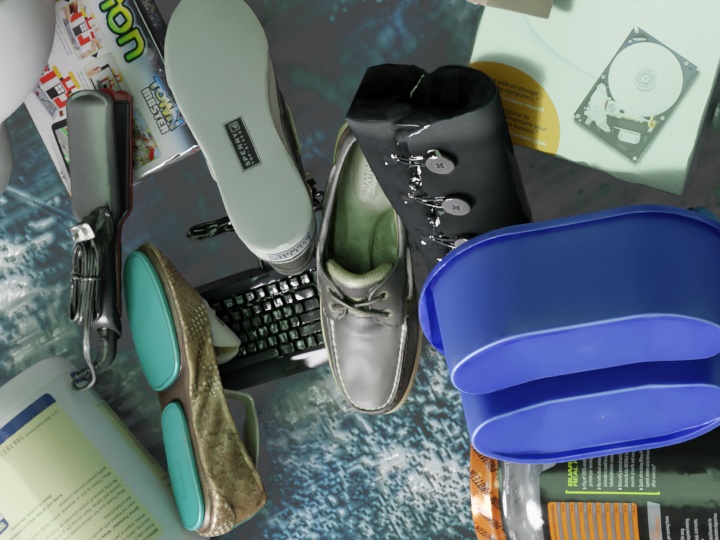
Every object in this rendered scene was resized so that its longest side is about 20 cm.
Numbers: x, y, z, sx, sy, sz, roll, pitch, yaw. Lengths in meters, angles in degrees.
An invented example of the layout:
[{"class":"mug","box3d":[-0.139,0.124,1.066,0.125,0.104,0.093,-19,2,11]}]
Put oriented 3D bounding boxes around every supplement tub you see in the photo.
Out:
[{"class":"supplement tub","box3d":[0.174,0.128,1.245,0.198,0.122,0.124,0,99,16]},{"class":"supplement tub","box3d":[-0.194,0.176,1.349,0.145,0.145,0.200,-42,86,18]}]

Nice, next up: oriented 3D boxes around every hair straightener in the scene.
[{"class":"hair straightener","box3d":[-0.181,-0.019,1.301,0.041,0.077,0.202,6,95,14]}]

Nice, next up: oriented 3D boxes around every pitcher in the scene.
[{"class":"pitcher","box3d":[-0.272,-0.161,1.293,0.172,0.120,0.200,64,154,22]}]

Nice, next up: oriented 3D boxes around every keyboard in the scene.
[{"class":"keyboard","box3d":[-0.064,0.011,1.349,0.199,0.021,0.128,-18,94,17]}]

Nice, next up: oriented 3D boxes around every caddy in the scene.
[{"class":"caddy","box3d":[0.133,0.031,1.165,0.198,0.106,0.142,-9,140,9]}]

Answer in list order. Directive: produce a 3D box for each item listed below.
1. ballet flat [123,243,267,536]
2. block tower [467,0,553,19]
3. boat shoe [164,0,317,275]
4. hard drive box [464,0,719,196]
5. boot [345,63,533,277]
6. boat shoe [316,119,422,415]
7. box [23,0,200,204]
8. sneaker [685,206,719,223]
[{"class":"ballet flat","box3d":[-0.107,0.077,1.331,0.070,0.065,0.202,-28,73,57]},{"class":"block tower","box3d":[0.041,-0.206,1.212,0.200,0.054,0.058,31,112,48]},{"class":"boat shoe","box3d":[-0.078,-0.090,1.307,0.070,0.064,0.201,-18,70,3]},{"class":"hard drive box","box3d":[0.158,-0.167,1.224,0.155,0.077,0.202,17,103,12]},{"class":"boot","box3d":[0.096,-0.046,1.213,0.163,0.066,0.201,-7,134,17]},{"class":"boat shoe","box3d":[0.001,-0.001,1.284,0.071,0.066,0.203,4,101,14]},{"class":"box","box3d":[-0.187,-0.154,1.348,0.109,0.035,0.201,-25,92,18]},{"class":"sneaker","box3d":[0.286,0.015,1.232,0.199,0.078,0.090,33,88,5]}]
